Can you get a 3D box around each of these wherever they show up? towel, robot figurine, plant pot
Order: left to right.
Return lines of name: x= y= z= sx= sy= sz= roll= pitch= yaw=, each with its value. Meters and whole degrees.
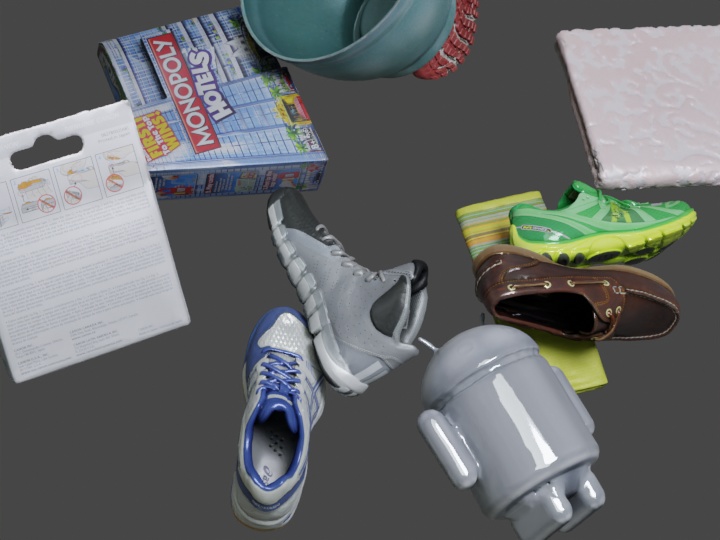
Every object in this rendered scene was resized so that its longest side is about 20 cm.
plant pot: x=0.007 y=-0.258 z=1.513 sx=0.199 sy=0.134 sz=0.202 roll=-13 pitch=64 yaw=30
robot figurine: x=0.124 y=0.130 z=1.384 sx=0.169 sy=0.113 sz=0.201 roll=-13 pitch=65 yaw=-41
towel: x=0.155 y=0.024 z=1.499 sx=0.085 sy=0.018 sz=0.201 roll=-12 pitch=67 yaw=-13
towel: x=0.300 y=-0.159 z=1.595 sx=0.199 sy=0.032 sz=0.192 roll=-3 pitch=56 yaw=-14

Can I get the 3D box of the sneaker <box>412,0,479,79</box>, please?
sneaker: x=0.074 y=-0.276 z=1.607 sx=0.082 sy=0.078 sz=0.201 roll=3 pitch=65 yaw=20

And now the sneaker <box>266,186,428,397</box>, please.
sneaker: x=0.000 y=0.000 z=1.420 sx=0.115 sy=0.075 sz=0.201 roll=-27 pitch=71 yaw=16

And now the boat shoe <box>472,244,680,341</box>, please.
boat shoe: x=0.193 y=0.033 z=1.435 sx=0.199 sy=0.071 sz=0.070 roll=9 pitch=31 yaw=-17

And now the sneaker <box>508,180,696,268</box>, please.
sneaker: x=0.224 y=-0.047 z=1.501 sx=0.199 sy=0.074 sz=0.084 roll=-8 pitch=70 yaw=-27

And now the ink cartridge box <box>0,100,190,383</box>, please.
ink cartridge box: x=-0.244 y=-0.025 z=1.370 sx=0.160 sy=0.050 sz=0.201 roll=-18 pitch=101 yaw=-19

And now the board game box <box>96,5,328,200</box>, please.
board game box: x=-0.160 y=-0.144 z=1.492 sx=0.199 sy=0.062 sz=0.201 roll=-18 pitch=69 yaw=-20

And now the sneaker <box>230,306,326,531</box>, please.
sneaker: x=-0.063 y=0.113 z=1.370 sx=0.075 sy=0.088 sz=0.201 roll=6 pitch=62 yaw=-6
